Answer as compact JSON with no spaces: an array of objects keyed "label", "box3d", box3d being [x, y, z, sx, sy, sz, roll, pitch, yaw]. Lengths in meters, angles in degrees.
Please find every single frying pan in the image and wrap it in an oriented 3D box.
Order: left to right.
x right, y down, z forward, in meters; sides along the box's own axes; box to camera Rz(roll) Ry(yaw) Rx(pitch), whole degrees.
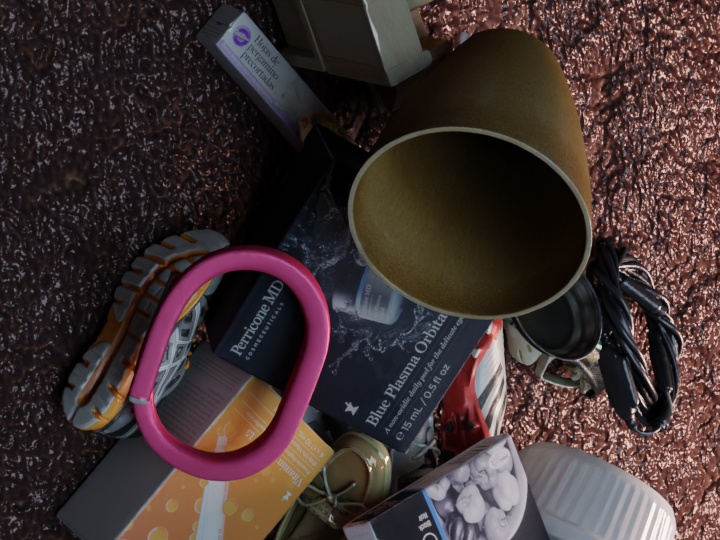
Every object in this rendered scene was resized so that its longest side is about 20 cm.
[{"label":"frying pan","box3d":[0.167,-0.001,1.693,0.115,0.031,0.191,-9,72,-41]}]

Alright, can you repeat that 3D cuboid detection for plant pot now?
[{"label":"plant pot","box3d":[0.099,-0.097,1.409,0.187,0.185,0.201,59,30,-32]}]

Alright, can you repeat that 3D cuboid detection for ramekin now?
[{"label":"ramekin","box3d":[0.219,0.248,1.768,0.202,0.202,0.095,41,69,-36]}]

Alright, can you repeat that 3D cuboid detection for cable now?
[{"label":"cable","box3d":[0.280,0.058,1.788,0.163,0.051,0.201,-28,101,-57]}]

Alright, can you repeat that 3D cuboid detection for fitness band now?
[{"label":"fitness band","box3d":[-0.105,0.074,1.444,0.143,0.037,0.201,20,103,-8]}]

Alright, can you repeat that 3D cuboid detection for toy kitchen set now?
[{"label":"toy kitchen set","box3d":[0.055,-0.205,1.501,0.199,0.180,0.164,-31,117,-23]}]

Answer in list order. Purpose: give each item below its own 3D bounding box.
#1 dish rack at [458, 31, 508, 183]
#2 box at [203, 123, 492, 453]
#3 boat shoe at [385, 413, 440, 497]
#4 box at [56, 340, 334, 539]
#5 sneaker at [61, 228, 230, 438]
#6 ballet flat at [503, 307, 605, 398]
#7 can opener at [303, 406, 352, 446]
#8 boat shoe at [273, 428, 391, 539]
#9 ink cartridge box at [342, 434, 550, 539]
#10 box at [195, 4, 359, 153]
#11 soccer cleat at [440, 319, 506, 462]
[{"label":"dish rack","box3d":[0.142,-0.107,1.597,0.200,0.043,0.173,45,36,-59]},{"label":"box","box3d":[0.000,0.016,1.524,0.199,0.118,0.197,28,102,-18]},{"label":"boat shoe","box3d":[0.046,0.179,1.697,0.072,0.068,0.201,1,105,-35]},{"label":"box","box3d":[-0.142,0.184,1.551,0.200,0.097,0.124,-50,126,-10]},{"label":"sneaker","box3d":[-0.171,0.054,1.510,0.200,0.078,0.077,-55,139,-3]},{"label":"ballet flat","box3d":[0.186,0.073,1.762,0.200,0.074,0.075,33,86,-35]},{"label":"can opener","box3d":[-0.006,0.202,1.651,0.052,0.066,0.201,-27,105,-21]},{"label":"boat shoe","box3d":[-0.034,0.229,1.613,0.063,0.073,0.201,-28,148,-55]},{"label":"ink cartridge box","box3d":[0.097,0.278,1.611,0.198,0.043,0.201,-26,98,-41]},{"label":"box","box3d":[-0.062,-0.144,1.535,0.039,0.041,0.200,-50,125,-10]},{"label":"soccer cleat","box3d":[0.109,0.096,1.722,0.085,0.068,0.201,-4,94,-70]}]
